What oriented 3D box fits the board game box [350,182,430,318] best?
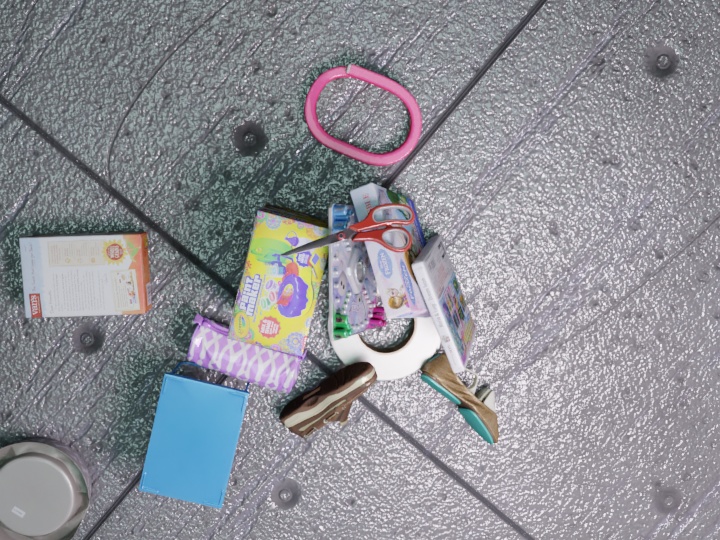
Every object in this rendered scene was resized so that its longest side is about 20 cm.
[{"bbox_3d":[0.063,-0.025,1.238,0.041,0.199,0.201,-20,81,19],"label":"board game box"}]

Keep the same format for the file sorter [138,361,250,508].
[{"bbox_3d":[-0.272,0.269,1.330,0.138,0.123,0.201,14,98,-5],"label":"file sorter"}]

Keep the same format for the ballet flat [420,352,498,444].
[{"bbox_3d":[0.188,0.216,1.370,0.200,0.068,0.072,45,74,-14],"label":"ballet flat"}]

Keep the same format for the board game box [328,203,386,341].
[{"bbox_3d":[0.000,0.000,1.230,0.026,0.200,0.201,0,92,20],"label":"board game box"}]

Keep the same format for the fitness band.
[{"bbox_3d":[0.005,-0.257,1.310,0.199,0.037,0.144,22,97,-4],"label":"fitness band"}]

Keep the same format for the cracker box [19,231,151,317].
[{"bbox_3d":[-0.457,0.006,1.318,0.199,0.058,0.135,-2,97,-3],"label":"cracker box"}]

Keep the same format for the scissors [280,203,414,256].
[{"bbox_3d":[-0.018,-0.058,1.131,0.199,0.014,0.074,-3,81,-8],"label":"scissors"}]

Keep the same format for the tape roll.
[{"bbox_3d":[0.043,0.090,1.360,0.202,0.037,0.204,0,97,-2],"label":"tape roll"}]

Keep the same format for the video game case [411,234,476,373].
[{"bbox_3d":[0.139,0.048,1.278,0.024,0.200,0.183,-19,99,17],"label":"video game case"}]

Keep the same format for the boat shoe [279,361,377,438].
[{"bbox_3d":[-0.042,0.226,1.347,0.202,0.075,0.075,-31,107,27],"label":"boat shoe"}]

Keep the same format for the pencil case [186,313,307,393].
[{"bbox_3d":[-0.192,0.142,1.333,0.199,0.084,0.086,17,131,-6],"label":"pencil case"}]

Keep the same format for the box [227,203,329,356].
[{"bbox_3d":[-0.124,0.008,1.263,0.121,0.193,0.201,14,98,-4],"label":"box"}]

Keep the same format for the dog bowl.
[{"bbox_3d":[-0.562,0.384,1.367,0.199,0.059,0.201,0,98,-2],"label":"dog bowl"}]
